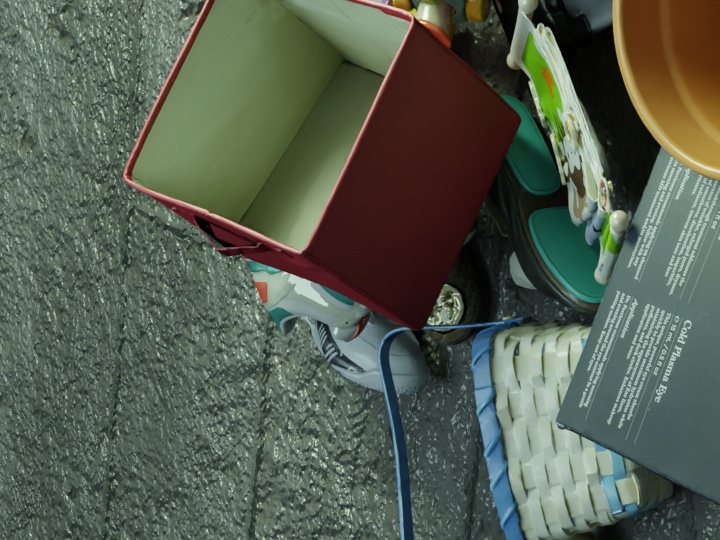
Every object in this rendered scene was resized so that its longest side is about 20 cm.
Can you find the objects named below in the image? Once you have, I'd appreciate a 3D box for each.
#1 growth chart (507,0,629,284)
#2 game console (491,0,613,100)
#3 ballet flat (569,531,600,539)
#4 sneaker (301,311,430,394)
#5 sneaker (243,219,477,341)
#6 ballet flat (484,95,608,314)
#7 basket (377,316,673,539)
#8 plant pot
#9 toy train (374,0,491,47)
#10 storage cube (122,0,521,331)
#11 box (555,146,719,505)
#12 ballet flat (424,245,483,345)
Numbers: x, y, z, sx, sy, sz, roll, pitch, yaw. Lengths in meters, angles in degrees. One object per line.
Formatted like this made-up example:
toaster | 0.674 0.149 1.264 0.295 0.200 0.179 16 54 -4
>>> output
growth chart | 0.139 -0.088 1.556 0.145 0.018 0.201 85 166 -67
game console | 0.151 -0.247 1.625 0.176 0.116 0.201 102 149 -70
ballet flat | 0.139 0.277 1.691 0.071 0.070 0.201 49 131 35
sneaker | 0.000 0.000 1.808 0.200 0.075 0.115 52 134 37
sneaker | 0.007 0.001 1.734 0.198 0.070 0.094 -9 105 29
ballet flat | 0.129 -0.035 1.657 0.069 0.067 0.201 115 143 -47
basket | 0.112 0.119 1.618 0.198 0.139 0.178 -8 89 22
plant pot | 0.269 -0.157 1.393 0.199 0.139 0.202 9 102 50
toy train | 0.008 -0.192 1.695 0.200 0.149 0.056 -18 55 63
storage cube | -0.024 -0.084 1.607 0.170 0.180 0.201 22 84 33
box | 0.246 0.044 1.434 0.182 0.104 0.201 26 96 49
ballet flat | 0.041 -0.040 1.761 0.067 0.046 0.202 -20 76 20
